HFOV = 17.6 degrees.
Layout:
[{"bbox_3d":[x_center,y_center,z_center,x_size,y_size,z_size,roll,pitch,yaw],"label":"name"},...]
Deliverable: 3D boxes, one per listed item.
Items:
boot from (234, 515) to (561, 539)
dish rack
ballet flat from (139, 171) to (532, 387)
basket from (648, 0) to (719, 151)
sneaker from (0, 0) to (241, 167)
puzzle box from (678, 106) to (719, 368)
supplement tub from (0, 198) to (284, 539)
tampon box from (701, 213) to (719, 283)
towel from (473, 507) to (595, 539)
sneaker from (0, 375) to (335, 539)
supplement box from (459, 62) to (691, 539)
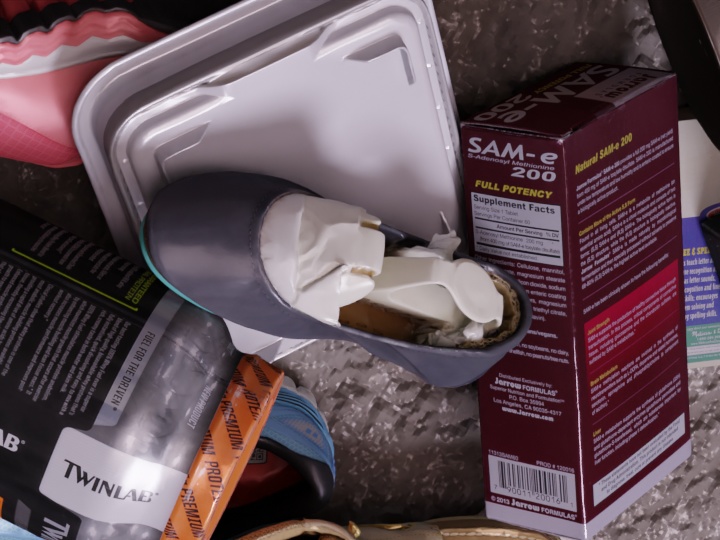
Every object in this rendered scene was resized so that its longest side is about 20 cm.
[{"bbox_3d":[0.009,0.148,1.075,0.199,0.155,0.073,-4,79,-4],"label":"boot"},{"bbox_3d":[-0.027,-0.036,1.034,0.171,0.044,0.201,-25,138,-8],"label":"dish rack"},{"bbox_3d":[0.000,0.000,0.990,0.199,0.073,0.073,22,101,-40],"label":"ballet flat"},{"bbox_3d":[0.242,-0.141,1.077,0.199,0.180,0.137,-22,72,-1],"label":"basket"},{"bbox_3d":[-0.114,-0.089,1.026,0.199,0.074,0.087,-4,131,-19],"label":"sneaker"},{"bbox_3d":[0.234,-0.025,1.175,0.199,0.025,0.134,-6,111,-16],"label":"puzzle box"},{"bbox_3d":[-0.141,0.043,0.984,0.199,0.123,0.123,25,100,3],"label":"supplement tub"},{"bbox_3d":[0.294,0.009,1.110,0.199,0.150,0.127,-26,114,-8],"label":"tampon box"},{"bbox_3d":[0.048,0.206,1.189,0.199,0.034,0.133,-35,116,-4],"label":"towel"},{"bbox_3d":[-0.103,0.092,1.068,0.199,0.090,0.079,-8,110,-15],"label":"sneaker"},{"bbox_3d":[0.104,0.013,1.100,0.109,0.061,0.201,-29,122,-48],"label":"supplement box"}]
